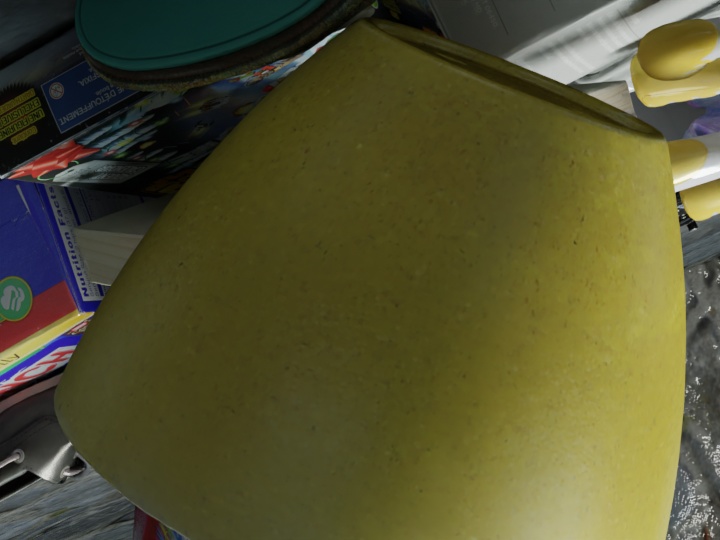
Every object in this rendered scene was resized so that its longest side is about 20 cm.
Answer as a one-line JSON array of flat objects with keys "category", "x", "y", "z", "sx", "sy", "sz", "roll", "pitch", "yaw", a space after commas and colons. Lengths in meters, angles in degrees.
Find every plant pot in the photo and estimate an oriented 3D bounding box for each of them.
[{"category": "plant pot", "x": 0.021, "y": 0.005, "z": 0.581, "sx": 0.200, "sy": 0.199, "sz": 0.143, "roll": -5, "pitch": 117, "yaw": -65}]

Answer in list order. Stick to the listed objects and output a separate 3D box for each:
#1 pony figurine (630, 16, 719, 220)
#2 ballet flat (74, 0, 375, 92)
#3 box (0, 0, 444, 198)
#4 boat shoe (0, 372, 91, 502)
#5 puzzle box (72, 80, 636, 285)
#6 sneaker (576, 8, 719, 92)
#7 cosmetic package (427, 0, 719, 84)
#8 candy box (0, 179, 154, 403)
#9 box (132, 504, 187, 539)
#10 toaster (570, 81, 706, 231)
[{"category": "pony figurine", "x": 0.197, "y": -0.064, "z": 0.658, "sx": 0.199, "sy": 0.168, "sz": 0.193, "roll": -11, "pitch": 174, "yaw": 29}, {"category": "ballet flat", "x": 0.002, "y": -0.110, "z": 0.575, "sx": 0.199, "sy": 0.071, "sz": 0.071, "roll": -32, "pitch": 169, "yaw": 24}, {"category": "box", "x": -0.049, "y": -0.076, "z": 0.748, "sx": 0.136, "sy": 0.040, "sz": 0.200, "roll": -26, "pitch": 171, "yaw": 17}, {"category": "boat shoe", "x": -0.175, "y": 0.099, "z": 0.878, "sx": 0.199, "sy": 0.057, "sz": 0.067, "roll": -24, "pitch": 169, "yaw": -4}, {"category": "puzzle box", "x": -0.003, "y": -0.035, "z": 0.753, "sx": 0.199, "sy": 0.026, "sz": 0.133, "roll": -21, "pitch": -169, "yaw": -24}, {"category": "sneaker", "x": 0.137, "y": -0.139, "z": 0.778, "sx": 0.079, "sy": 0.075, "sz": 0.200, "roll": 7, "pitch": 148, "yaw": -40}, {"category": "cosmetic package", "x": 0.117, "y": -0.140, "z": 0.669, "sx": 0.199, "sy": 0.091, "sz": 0.107, "roll": -29, "pitch": 172, "yaw": 10}, {"category": "candy box", "x": -0.159, "y": 0.021, "z": 0.906, "sx": 0.168, "sy": 0.078, "sz": 0.200, "roll": -27, "pitch": 169, "yaw": 21}, {"category": "box", "x": -0.040, "y": 0.077, "z": 0.850, "sx": 0.095, "sy": 0.100, "sz": 0.201, "roll": -12, "pitch": 131, "yaw": -25}, {"category": "toaster", "x": 0.190, "y": -0.103, "z": 0.964, "sx": 0.180, "sy": 0.119, "sz": 0.200, "roll": -28, "pitch": 171, "yaw": 20}]
